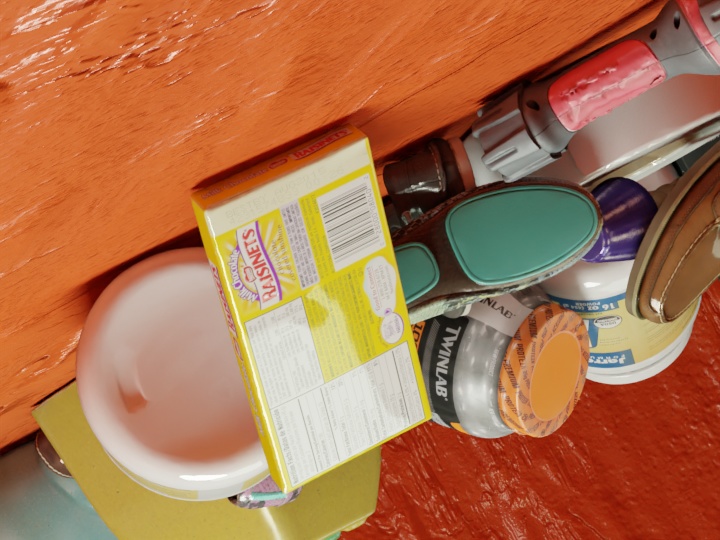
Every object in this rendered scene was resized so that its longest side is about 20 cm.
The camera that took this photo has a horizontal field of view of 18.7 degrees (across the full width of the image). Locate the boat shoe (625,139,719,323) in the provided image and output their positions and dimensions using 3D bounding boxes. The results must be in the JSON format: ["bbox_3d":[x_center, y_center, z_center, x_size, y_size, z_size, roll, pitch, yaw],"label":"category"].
[{"bbox_3d":[0.247,-0.043,1.398,0.200,0.068,0.072,-56,152,-1],"label":"boat shoe"}]

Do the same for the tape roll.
[{"bbox_3d":[0.168,-0.098,1.470,0.202,0.071,0.202,-26,174,-3],"label":"tape roll"}]

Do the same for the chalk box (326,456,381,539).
[{"bbox_3d":[-0.077,0.160,1.984,0.124,0.200,0.124,-22,173,-39],"label":"chalk box"}]

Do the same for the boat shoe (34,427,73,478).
[{"bbox_3d":[-0.222,0.144,1.833,0.070,0.071,0.200,-33,173,19],"label":"boat shoe"}]

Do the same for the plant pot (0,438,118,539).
[{"bbox_3d":[-0.251,0.219,1.913,0.134,0.200,0.200,-57,164,18],"label":"plant pot"}]

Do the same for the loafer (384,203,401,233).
[{"bbox_3d":[0.000,0.000,1.552,0.200,0.075,0.070,-23,169,-32],"label":"loafer"}]

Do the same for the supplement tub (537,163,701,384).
[{"bbox_3d":[0.190,-0.007,1.703,0.144,0.145,0.200,-27,149,0],"label":"supplement tub"}]

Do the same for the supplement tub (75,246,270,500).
[{"bbox_3d":[-0.102,0.070,1.366,0.145,0.146,0.200,-26,174,-8],"label":"supplement tub"}]

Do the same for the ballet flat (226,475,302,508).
[{"bbox_3d":[-0.116,0.098,1.524,0.071,0.200,0.069,-5,125,-40],"label":"ballet flat"}]

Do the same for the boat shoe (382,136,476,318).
[{"bbox_3d":[0.043,-0.025,1.455,0.057,0.067,0.200,-13,152,-5],"label":"boat shoe"}]

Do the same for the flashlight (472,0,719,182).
[{"bbox_3d":[0.158,-0.116,1.307,0.200,0.068,0.068,-29,148,27],"label":"flashlight"}]

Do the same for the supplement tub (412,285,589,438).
[{"bbox_3d":[0.062,0.052,1.625,0.200,0.123,0.122,15,-158,35],"label":"supplement tub"}]

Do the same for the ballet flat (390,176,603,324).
[{"bbox_3d":[0.054,-0.007,1.377,0.199,0.074,0.074,-17,173,-4],"label":"ballet flat"}]

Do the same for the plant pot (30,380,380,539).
[{"bbox_3d":[-0.098,0.139,1.723,0.194,0.200,0.195,-32,173,39],"label":"plant pot"}]

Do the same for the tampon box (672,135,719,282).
[{"bbox_3d":[0.309,-0.073,1.668,0.126,0.200,0.150,-27,174,2],"label":"tampon box"}]

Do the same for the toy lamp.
[{"bbox_3d":[0.208,-0.050,1.460,0.200,0.058,0.058,-23,173,-45],"label":"toy lamp"}]

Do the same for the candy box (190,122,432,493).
[{"bbox_3d":[-0.024,0.024,1.223,0.102,0.200,0.026,-24,-145,-16],"label":"candy box"}]
